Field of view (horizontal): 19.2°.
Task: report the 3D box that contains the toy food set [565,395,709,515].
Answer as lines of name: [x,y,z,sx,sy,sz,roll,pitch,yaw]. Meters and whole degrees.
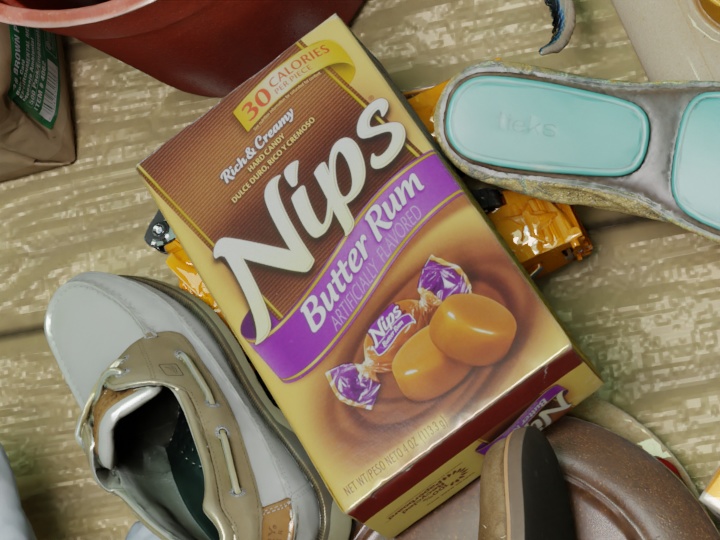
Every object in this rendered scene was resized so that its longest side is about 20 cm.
toy food set: [0.059,0.144,0.939,0.198,0.049,0.200,30,89,22]

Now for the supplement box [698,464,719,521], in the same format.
supplement box: [0.258,0.099,0.871,0.200,0.074,0.126,31,88,22]

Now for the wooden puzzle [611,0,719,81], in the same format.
wooden puzzle: [0.226,-0.112,0.944,0.200,0.046,0.185,-26,71,11]

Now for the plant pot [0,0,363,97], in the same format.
plant pot: [-0.089,-0.176,0.982,0.201,0.195,0.201,-4,76,17]

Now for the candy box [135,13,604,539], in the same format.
candy box: [0.000,0.000,0.916,0.117,0.056,0.200,-37,60,6]

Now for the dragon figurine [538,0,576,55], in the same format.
dragon figurine: [0.059,-0.179,1.006,0.099,0.059,0.200,-6,72,19]

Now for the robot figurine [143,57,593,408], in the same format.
robot figurine: [-0.001,-0.008,0.989,0.200,0.058,0.145,-26,71,10]

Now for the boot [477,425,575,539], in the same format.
boot: [0.047,0.161,0.844,0.075,0.074,0.200,-3,79,28]

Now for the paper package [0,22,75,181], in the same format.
paper package: [-0.253,-0.140,1.077,0.191,0.103,0.200,-12,73,15]

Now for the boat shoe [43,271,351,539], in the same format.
boat shoe: [-0.087,0.062,0.935,0.200,0.068,0.075,39,115,38]

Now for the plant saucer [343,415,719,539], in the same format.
plant saucer: [0.060,0.155,0.893,0.200,0.034,0.200,-4,75,17]

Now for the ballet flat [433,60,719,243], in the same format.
ballet flat: [0.131,-0.050,0.919,0.200,0.071,0.071,12,82,8]

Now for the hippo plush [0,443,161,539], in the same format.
hippo plush: [-0.131,0.144,0.935,0.161,0.200,0.159,-4,109,7]
